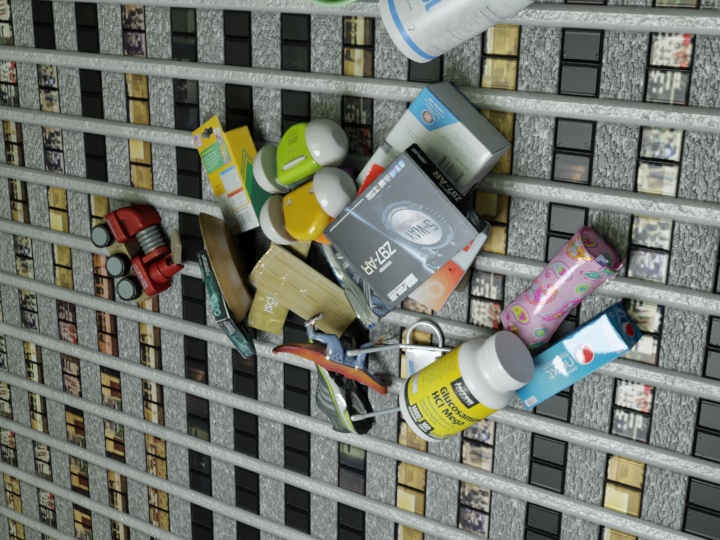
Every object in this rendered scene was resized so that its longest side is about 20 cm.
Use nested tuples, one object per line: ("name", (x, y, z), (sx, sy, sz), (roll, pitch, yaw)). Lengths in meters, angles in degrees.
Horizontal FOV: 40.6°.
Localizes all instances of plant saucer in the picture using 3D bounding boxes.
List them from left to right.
("plant saucer", (-0.226, -0.012, 1.681), (0.035, 0.200, 0.202), (-20, 93, 0))

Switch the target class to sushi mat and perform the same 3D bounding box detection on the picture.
("sushi mat", (-0.093, 0.037, 1.673), (0.199, 0.012, 0.096), (35, 122, -14))

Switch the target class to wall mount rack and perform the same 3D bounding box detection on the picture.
("wall mount rack", (0.072, 0.187, 1.616), (0.172, 0.075, 0.202), (3, 105, 20))

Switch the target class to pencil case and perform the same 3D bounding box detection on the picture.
("pencil case", (0.294, 0.028, 1.429), (0.088, 0.087, 0.200), (48, 123, 12))

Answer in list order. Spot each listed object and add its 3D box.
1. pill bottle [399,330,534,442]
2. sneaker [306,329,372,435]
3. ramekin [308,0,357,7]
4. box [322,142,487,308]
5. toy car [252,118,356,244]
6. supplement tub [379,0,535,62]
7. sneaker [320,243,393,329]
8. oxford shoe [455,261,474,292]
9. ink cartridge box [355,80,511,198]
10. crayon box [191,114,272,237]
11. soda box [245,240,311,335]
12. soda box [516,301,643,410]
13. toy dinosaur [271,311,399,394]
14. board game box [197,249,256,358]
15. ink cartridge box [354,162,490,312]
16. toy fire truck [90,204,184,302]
("pill bottle", (0.160, 0.172, 1.466), (0.200, 0.112, 0.113), (-38, 82, 38))
("sneaker", (-0.054, 0.202, 1.722), (0.081, 0.074, 0.201), (-22, 90, 39))
("ramekin", (-0.019, -0.502, 1.467), (0.199, 0.097, 0.202), (11, 110, 31))
("box", (0.062, -0.062, 1.427), (0.160, 0.044, 0.200), (48, 124, -1))
("toy car", (-0.070, -0.137, 1.575), (0.174, 0.149, 0.202), (-23, 68, 35))
("supplement tub", (0.137, -0.393, 1.377), (0.199, 0.132, 0.133), (-24, 91, 36))
("sneaker", (0.000, 0.000, 1.628), (0.085, 0.077, 0.201), (-29, 67, -1))
("oxford shoe", (0.085, -0.021, 1.561), (0.199, 0.070, 0.075), (22, 118, 26))
("ink cartridge box", (0.109, -0.164, 1.492), (0.145, 0.084, 0.200), (46, 124, 10))
("crayon box", (-0.218, -0.168, 1.704), (0.125, 0.051, 0.202), (-15, 97, 59))
("soda box", (-0.141, 0.010, 1.710), (0.067, 0.064, 0.201), (18, 118, -5))
("soda box", (0.317, 0.128, 1.452), (0.200, 0.068, 0.064), (-38, 83, 35))
("toy dinosaur", (-0.034, 0.156, 1.649), (0.182, 0.199, 0.105), (56, 158, -4))
("board game box", (-0.234, 0.062, 1.713), (0.028, 0.200, 0.136), (-19, 66, 0))
("ink cartridge box", (0.073, -0.048, 1.469), (0.199, 0.050, 0.163), (26, 124, -6))
("toy fire truck", (-0.401, -0.052, 1.854), (0.199, 0.129, 0.177), (-28, 88, 24))
